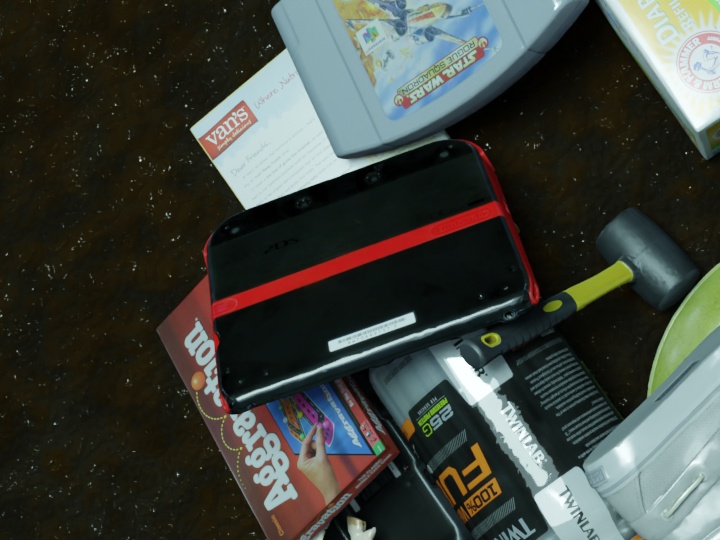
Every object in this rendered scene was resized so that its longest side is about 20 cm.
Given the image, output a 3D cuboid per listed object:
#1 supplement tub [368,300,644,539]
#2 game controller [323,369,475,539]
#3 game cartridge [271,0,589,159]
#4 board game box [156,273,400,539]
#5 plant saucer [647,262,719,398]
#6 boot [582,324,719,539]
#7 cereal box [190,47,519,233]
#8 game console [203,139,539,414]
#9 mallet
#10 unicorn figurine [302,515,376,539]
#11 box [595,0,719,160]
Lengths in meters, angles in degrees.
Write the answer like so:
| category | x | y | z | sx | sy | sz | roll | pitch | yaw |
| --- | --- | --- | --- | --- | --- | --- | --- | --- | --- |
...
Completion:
| category | x | y | z | sx | sy | sz | roll | pitch | yaw |
| --- | --- | --- | --- | --- | --- | --- | --- | --- | --- |
| supplement tub | 0.105 | 0.110 | 0.994 | 0.122 | 0.122 | 0.200 | -37 | 75 | 9 |
| game controller | 0.000 | 0.139 | 1.055 | 0.104 | 0.042 | 0.200 | -41 | 75 | 23 |
| game cartridge | 0.042 | -0.161 | 1.015 | 0.200 | 0.041 | 0.134 | -32 | 72 | 29 |
| board game box | -0.059 | 0.076 | 1.032 | 0.103 | 0.019 | 0.200 | -47 | 53 | 17 |
| plant saucer | 0.265 | 0.073 | 0.961 | 0.199 | 0.031 | 0.201 | -24 | 54 | 38 |
| boot | 0.229 | 0.086 | 0.924 | 0.200 | 0.074 | 0.096 | -42 | 89 | -8 |
| cereal box | -0.006 | -0.063 | 1.087 | 0.144 | 0.040 | 0.200 | -37 | 75 | 10 |
| game console | 0.000 | 0.000 | 0.982 | 0.199 | 0.031 | 0.177 | -20 | 40 | 5 |
| mallet | 0.139 | 0.024 | 0.972 | 0.066 | 0.200 | 0.041 | 41 | 135 | 15 |
| unicorn figurine | -0.013 | 0.226 | 0.999 | 0.199 | 0.074 | 0.138 | 11 | 79 | 48 |
| box | 0.209 | -0.186 | 1.008 | 0.112 | 0.101 | 0.201 | -34 | 76 | 9 |
